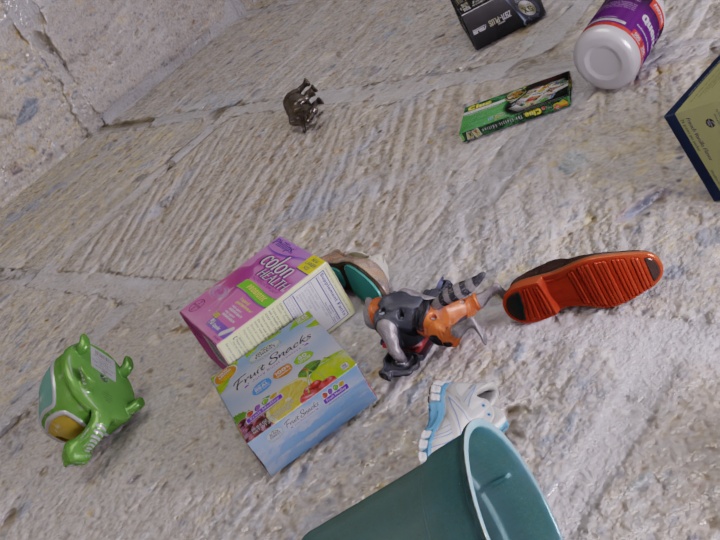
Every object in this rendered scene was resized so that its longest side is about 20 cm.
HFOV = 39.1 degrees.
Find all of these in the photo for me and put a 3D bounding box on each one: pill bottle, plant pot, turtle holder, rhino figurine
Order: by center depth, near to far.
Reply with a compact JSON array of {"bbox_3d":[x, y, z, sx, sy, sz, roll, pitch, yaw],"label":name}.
[{"bbox_3d":[0.060,0.261,0.879,0.195,0.201,0.201,-29,26,20],"label":"plant pot"},{"bbox_3d":[-0.406,0.204,1.508,0.131,0.141,0.186,-39,65,13],"label":"turtle holder"},{"bbox_3d":[0.438,-0.397,1.687,0.112,0.113,0.200,-3,38,41],"label":"pill bottle"},{"bbox_3d":[-0.127,-0.358,2.236,0.087,0.060,0.200,-40,27,10],"label":"rhino figurine"}]

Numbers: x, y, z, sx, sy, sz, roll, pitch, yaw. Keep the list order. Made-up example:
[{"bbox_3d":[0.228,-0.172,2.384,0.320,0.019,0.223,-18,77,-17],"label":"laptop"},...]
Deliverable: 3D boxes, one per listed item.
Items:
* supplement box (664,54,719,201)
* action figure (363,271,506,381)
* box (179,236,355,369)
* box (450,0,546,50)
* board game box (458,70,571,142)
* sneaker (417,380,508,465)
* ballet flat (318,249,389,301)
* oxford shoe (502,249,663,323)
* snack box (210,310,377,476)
[{"bbox_3d":[0.519,-0.207,1.216,0.200,0.135,0.199,-45,17,-26],"label":"supplement box"},{"bbox_3d":[0.091,0.042,1.299,0.192,0.105,0.201,-7,34,29],"label":"action figure"},{"bbox_3d":[-0.141,0.061,1.500,0.199,0.097,0.176,-37,27,-14],"label":"box"},{"bbox_3d":[0.287,-0.566,2.152,0.163,0.086,0.200,-26,27,8],"label":"box"},{"bbox_3d":[0.270,-0.285,1.763,0.199,0.024,0.105,-16,32,24],"label":"board game box"},{"bbox_3d":[0.114,0.180,1.079,0.086,0.075,0.201,-13,31,18],"label":"sneaker"},{"bbox_3d":[0.000,0.000,1.502,0.067,0.068,0.199,-33,28,-22],"label":"ballet flat"},{"bbox_3d":[0.268,0.004,1.225,0.199,0.072,0.073,-14,26,30],"label":"oxford shoe"},{"bbox_3d":[-0.092,0.154,1.326,0.168,0.068,0.200,-35,26,-9],"label":"snack box"}]
